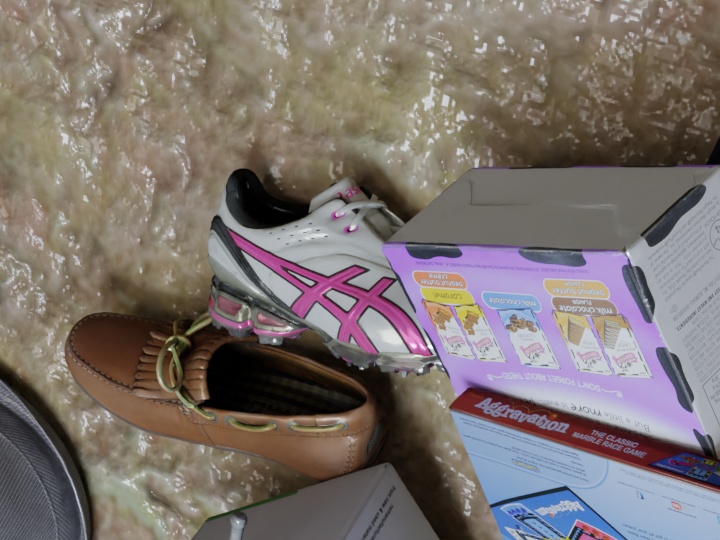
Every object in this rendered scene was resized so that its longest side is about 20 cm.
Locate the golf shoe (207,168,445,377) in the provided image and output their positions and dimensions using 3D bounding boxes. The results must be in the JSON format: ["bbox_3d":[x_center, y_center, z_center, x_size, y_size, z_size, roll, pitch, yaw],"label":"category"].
[{"bbox_3d":[0.000,0.000,0.932,0.199,0.072,0.093,12,111,28],"label":"golf shoe"}]

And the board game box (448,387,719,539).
[{"bbox_3d":[0.128,0.116,0.779,0.199,0.019,0.104,14,134,49],"label":"board game box"}]

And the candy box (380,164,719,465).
[{"bbox_3d":[0.122,0.054,0.812,0.167,0.071,0.201,4,127,54],"label":"candy box"}]

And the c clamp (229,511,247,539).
[{"bbox_3d":[0.001,0.232,0.908,0.199,0.027,0.172,25,127,10],"label":"c clamp"}]

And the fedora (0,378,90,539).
[{"bbox_3d":[-0.273,0.153,1.140,0.199,0.090,0.178,35,121,17],"label":"fedora"}]

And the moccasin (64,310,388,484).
[{"bbox_3d":[-0.080,0.062,0.992,0.200,0.074,0.078,21,141,25],"label":"moccasin"}]

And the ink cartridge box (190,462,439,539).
[{"bbox_3d":[-0.001,0.224,0.976,0.144,0.084,0.201,-21,109,35],"label":"ink cartridge box"}]

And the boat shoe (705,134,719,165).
[{"bbox_3d":[0.168,-0.008,0.825,0.084,0.069,0.202,20,119,23],"label":"boat shoe"}]
